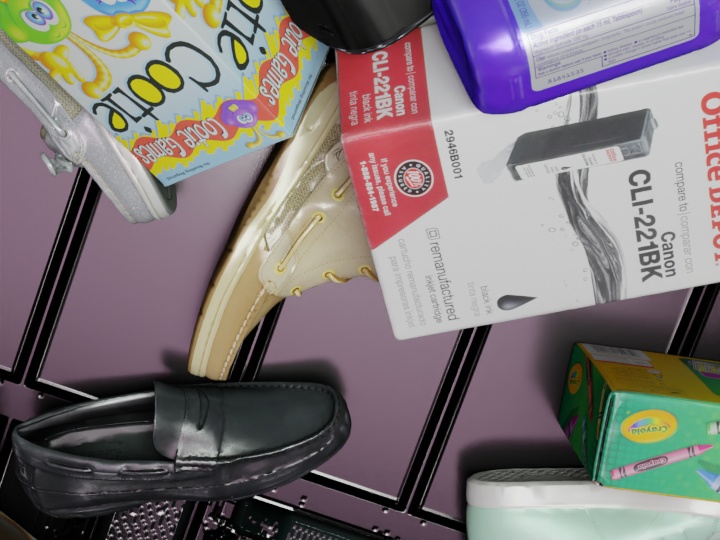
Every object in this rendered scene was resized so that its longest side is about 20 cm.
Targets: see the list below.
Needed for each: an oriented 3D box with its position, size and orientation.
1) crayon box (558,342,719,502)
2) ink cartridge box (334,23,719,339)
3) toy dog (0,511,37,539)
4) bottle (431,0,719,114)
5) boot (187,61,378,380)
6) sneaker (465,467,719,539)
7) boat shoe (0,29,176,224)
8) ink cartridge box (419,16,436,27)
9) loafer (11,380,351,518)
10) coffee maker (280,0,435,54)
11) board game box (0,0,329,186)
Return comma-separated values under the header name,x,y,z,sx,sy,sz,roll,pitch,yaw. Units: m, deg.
name,x,y,z,sx,sy,sz,roll,pitch,yaw
crayon box,0.227,0.095,0.983,0.200,0.119,0.058,8,100,-4
ink cartridge box,0.099,-0.056,0.858,0.200,0.084,0.144,-11,132,6
toy dog,-0.251,0.161,0.954,0.194,0.140,0.200,-27,90,34
bottle,0.135,-0.137,0.775,0.200,0.084,0.065,-18,143,-2
boot,0.000,0.000,0.981,0.155,0.073,0.200,27,95,-9
sneaker,0.165,0.182,1.018,0.200,0.074,0.118,-1,94,7
boat shoe,-0.179,-0.105,0.953,0.065,0.074,0.202,-36,96,10
ink cartridge box,0.108,-0.139,0.951,0.200,0.084,0.145,32,97,-8
loafer,-0.106,0.098,0.987,0.200,0.068,0.070,-11,137,2
coffee maker,-0.038,-0.210,0.805,0.192,0.135,0.200,-25,124,12
board game box,-0.119,-0.156,0.878,0.105,0.103,0.200,-18,130,39
